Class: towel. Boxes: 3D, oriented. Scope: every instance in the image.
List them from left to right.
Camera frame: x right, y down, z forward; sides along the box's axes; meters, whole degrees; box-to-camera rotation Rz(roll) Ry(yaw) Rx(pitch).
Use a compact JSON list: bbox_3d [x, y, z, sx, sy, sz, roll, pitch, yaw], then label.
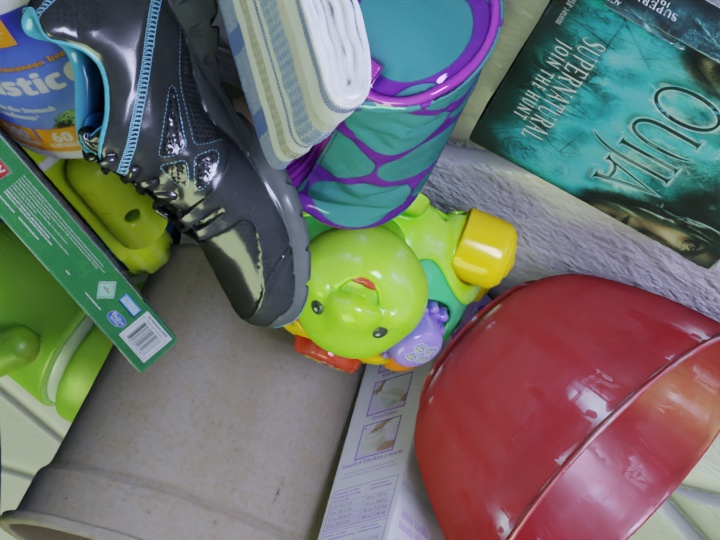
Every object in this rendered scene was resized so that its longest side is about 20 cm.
[{"bbox_3d":[-0.035,-0.122,1.066,0.024,0.147,0.200,-15,177,-11],"label":"towel"}]

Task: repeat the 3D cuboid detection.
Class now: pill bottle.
[{"bbox_3d":[-0.163,-0.147,1.220,0.112,0.112,0.200,18,160,27],"label":"pill bottle"}]

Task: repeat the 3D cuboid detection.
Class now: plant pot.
[{"bbox_3d":[-0.080,0.093,1.474,0.200,0.184,0.200,18,166,5],"label":"plant pot"}]

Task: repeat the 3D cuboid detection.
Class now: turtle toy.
[{"bbox_3d":[0.000,0.000,1.341,0.145,0.101,0.200,22,174,-1],"label":"turtle toy"}]

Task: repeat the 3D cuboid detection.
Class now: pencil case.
[{"bbox_3d":[0.005,-0.083,1.177,0.085,0.092,0.200,53,165,9],"label":"pencil case"}]

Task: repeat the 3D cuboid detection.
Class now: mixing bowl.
[{"bbox_3d":[0.102,0.076,1.359,0.108,0.200,0.200,43,168,23],"label":"mixing bowl"}]

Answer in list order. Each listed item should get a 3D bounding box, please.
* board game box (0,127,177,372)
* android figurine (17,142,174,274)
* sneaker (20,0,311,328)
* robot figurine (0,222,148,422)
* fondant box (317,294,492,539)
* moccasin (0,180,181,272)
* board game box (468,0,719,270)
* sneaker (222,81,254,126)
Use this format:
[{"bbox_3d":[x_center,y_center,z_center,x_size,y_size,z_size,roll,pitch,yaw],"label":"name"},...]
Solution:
[{"bbox_3d":[-0.181,-0.047,1.332,0.200,0.029,0.135,52,178,-34],"label":"board game box"},{"bbox_3d":[-0.172,-0.082,1.410,0.182,0.041,0.200,47,174,45],"label":"android figurine"},{"bbox_3d":[-0.089,-0.055,1.189,0.073,0.082,0.200,6,124,60],"label":"sneaker"},{"bbox_3d":[-0.193,0.021,1.669,0.200,0.175,0.116,38,120,14],"label":"robot figurine"},{"bbox_3d":[0.058,0.121,1.459,0.058,0.200,0.144,-21,129,36],"label":"fondant box"},{"bbox_3d":[-0.184,-0.051,1.579,0.200,0.080,0.068,33,152,29],"label":"moccasin"},{"bbox_3d":[0.131,-0.068,1.144,0.135,0.028,0.200,29,162,0],"label":"board game box"},{"bbox_3d":[-0.098,-0.075,1.340,0.090,0.067,0.200,33,180,-3],"label":"sneaker"}]
